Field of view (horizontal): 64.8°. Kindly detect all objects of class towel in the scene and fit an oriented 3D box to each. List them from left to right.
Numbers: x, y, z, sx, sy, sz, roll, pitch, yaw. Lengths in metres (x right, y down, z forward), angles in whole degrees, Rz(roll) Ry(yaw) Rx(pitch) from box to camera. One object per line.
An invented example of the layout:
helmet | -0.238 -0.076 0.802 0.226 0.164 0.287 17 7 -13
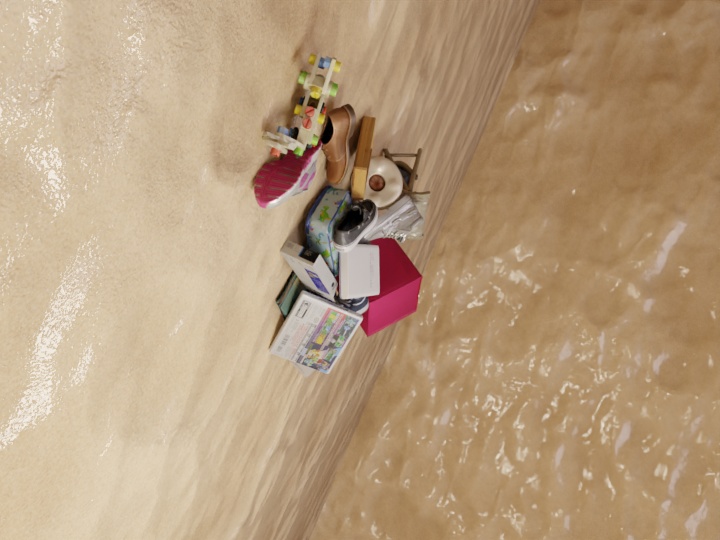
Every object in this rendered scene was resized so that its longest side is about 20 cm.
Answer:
towel | -0.156 0.030 1.484 0.147 0.021 0.203 81 33 -66

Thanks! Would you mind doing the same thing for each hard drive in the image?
hard drive | 0.000 0.000 1.462 0.199 0.025 0.135 -2 91 -66

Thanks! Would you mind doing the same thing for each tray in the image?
tray | 0.007 -0.283 1.418 0.100 0.036 0.203 96 1 -50

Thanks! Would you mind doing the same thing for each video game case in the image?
video game case | -0.116 0.165 1.480 0.202 0.180 0.023 -58 -157 22

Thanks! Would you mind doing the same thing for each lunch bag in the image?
lunch bag | -0.071 -0.098 1.419 0.202 0.081 0.162 84 28 -51

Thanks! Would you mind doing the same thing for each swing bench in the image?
swing bench | 0.131 -0.230 1.729 0.201 0.127 0.203 93 -5 -53

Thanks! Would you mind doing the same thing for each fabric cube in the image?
fabric cube | 0.053 0.041 1.756 0.193 0.201 0.202 -23 148 -19

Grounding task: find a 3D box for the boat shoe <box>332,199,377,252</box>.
boat shoe | -0.012 -0.125 1.359 0.201 0.069 0.067 -52 152 -43

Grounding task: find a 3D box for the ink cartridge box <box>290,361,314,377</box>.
ink cartridge box | -0.104 0.200 1.674 0.201 0.086 0.146 -51 176 34

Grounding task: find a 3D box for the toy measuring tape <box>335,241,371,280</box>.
toy measuring tape | -0.050 -0.029 1.596 0.200 0.074 0.074 -42 -177 39

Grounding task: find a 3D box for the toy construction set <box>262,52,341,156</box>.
toy construction set | -0.099 -0.289 1.042 0.202 0.091 0.131 -58 -170 0

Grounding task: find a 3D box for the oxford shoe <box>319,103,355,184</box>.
oxford shoe | -0.064 -0.277 1.279 0.070 0.071 0.202 -22 142 -28

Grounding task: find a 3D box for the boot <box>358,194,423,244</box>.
boot | 0.084 -0.111 1.537 0.199 0.096 0.074 -40 -177 -13

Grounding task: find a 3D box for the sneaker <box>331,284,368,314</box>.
sneaker | -0.062 0.099 1.525 0.198 0.070 0.110 -32 144 -24

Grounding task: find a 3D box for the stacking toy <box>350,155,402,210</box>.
stacking toy | 0.035 -0.231 1.621 0.148 0.144 0.200 -64 -176 -7

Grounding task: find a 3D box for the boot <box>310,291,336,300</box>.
boot | -0.091 0.057 1.598 0.091 0.072 0.200 -54 176 15

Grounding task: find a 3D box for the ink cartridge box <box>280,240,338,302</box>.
ink cartridge box | -0.116 0.005 1.372 0.040 0.098 0.201 -59 156 -19

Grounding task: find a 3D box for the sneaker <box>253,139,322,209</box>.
sneaker | -0.136 -0.177 1.109 0.201 0.080 0.089 -54 160 -37
